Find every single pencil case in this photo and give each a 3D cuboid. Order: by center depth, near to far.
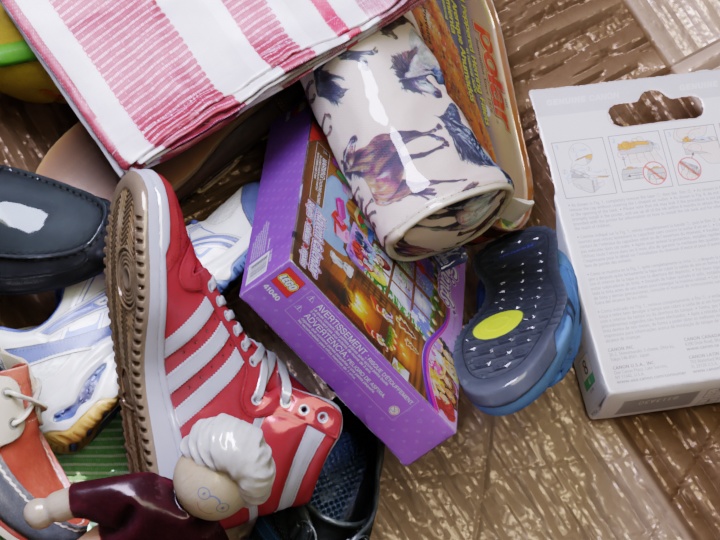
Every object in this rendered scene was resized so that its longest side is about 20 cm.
[{"bbox_3d":[0.015,-0.099,1.599,0.089,0.078,0.200,-2,56,-41],"label":"pencil case"}]

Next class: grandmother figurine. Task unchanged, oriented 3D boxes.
[{"bbox_3d":[-0.115,0.148,1.479,0.121,0.200,0.061,29,27,-34],"label":"grandmother figurine"}]

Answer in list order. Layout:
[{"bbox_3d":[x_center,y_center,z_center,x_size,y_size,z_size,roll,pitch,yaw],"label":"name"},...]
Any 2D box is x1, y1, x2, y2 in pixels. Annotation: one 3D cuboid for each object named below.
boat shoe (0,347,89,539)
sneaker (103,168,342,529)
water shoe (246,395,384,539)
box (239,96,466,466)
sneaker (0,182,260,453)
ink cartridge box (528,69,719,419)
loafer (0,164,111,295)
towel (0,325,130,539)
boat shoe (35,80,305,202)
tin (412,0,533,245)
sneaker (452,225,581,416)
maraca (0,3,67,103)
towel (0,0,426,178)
[{"bbox_3d":[-0.203,0.063,1.520,0.063,0.071,0.200,-39,85,14],"label":"boat shoe"},{"bbox_3d":[-0.071,0.040,1.526,0.112,0.071,0.201,-9,104,-18],"label":"sneaker"},{"bbox_3d":[-0.033,0.159,1.577,0.071,0.079,0.201,15,66,-8],"label":"water shoe"},{"bbox_3d":[0.000,0.000,1.586,0.137,0.039,0.200,47,23,-21],"label":"box"},{"bbox_3d":[-0.125,0.006,1.590,0.088,0.075,0.200,43,66,5],"label":"sneaker"},{"bbox_3d":[0.191,-0.018,1.728,0.160,0.050,0.201,-7,67,-17],"label":"ink cartridge box"},{"bbox_3d":[-0.225,-0.032,1.567,0.200,0.070,0.068,6,57,20],"label":"loafer"},{"bbox_3d":[-0.194,0.100,1.590,0.199,0.023,0.153,-3,70,-16],"label":"towel"},{"bbox_3d":[-0.103,-0.073,1.656,0.200,0.070,0.070,-35,68,-22],"label":"boat shoe"},{"bbox_3d":[0.050,-0.110,1.697,0.112,0.042,0.201,19,54,-49],"label":"tin"},{"bbox_3d":[0.097,0.045,1.611,0.066,0.200,0.079,-16,109,12],"label":"sneaker"},{"bbox_3d":[-0.143,-0.158,1.642,0.199,0.137,0.107,-18,115,4],"label":"maraca"},{"bbox_3d":[-0.082,-0.155,1.568,0.200,0.023,0.144,-33,70,-11],"label":"towel"}]
